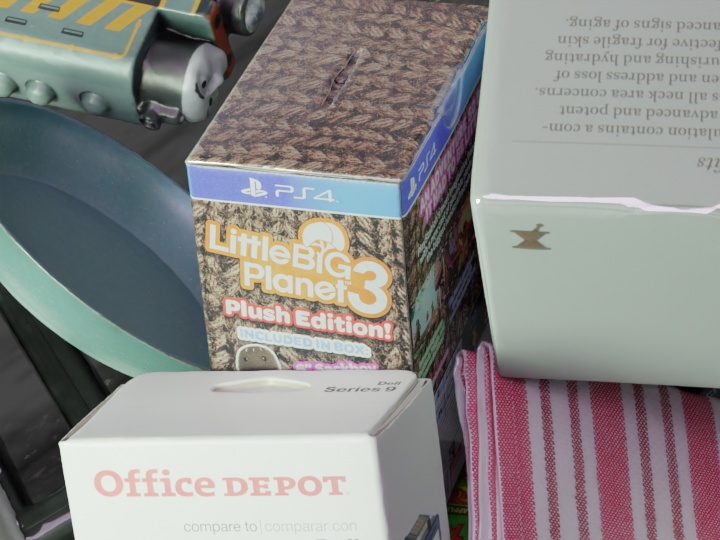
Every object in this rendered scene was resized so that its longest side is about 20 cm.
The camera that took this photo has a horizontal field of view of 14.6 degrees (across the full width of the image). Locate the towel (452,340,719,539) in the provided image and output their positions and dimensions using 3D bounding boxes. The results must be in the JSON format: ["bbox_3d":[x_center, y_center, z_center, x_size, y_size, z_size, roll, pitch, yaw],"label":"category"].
[{"bbox_3d":[0.130,0.119,1.274,0.200,0.030,0.146,15,59,-28],"label":"towel"}]

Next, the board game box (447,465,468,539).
[{"bbox_3d":[-0.002,0.132,1.350,0.200,0.048,0.102,4,71,14],"label":"board game box"}]

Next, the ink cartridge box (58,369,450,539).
[{"bbox_3d":[-0.036,0.149,1.212,0.145,0.088,0.200,-1,105,18],"label":"ink cartridge box"}]

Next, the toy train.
[{"bbox_3d":[-0.152,-0.133,1.458,0.200,0.085,0.114,13,64,15],"label":"toy train"}]

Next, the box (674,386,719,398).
[{"bbox_3d":[0.187,-0.031,1.377,0.200,0.038,0.137,-37,66,-3],"label":"box"}]

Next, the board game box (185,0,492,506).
[{"bbox_3d":[0.000,0.000,1.281,0.097,0.200,0.159,6,33,16],"label":"board game box"}]

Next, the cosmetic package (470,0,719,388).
[{"bbox_3d":[0.141,-0.072,1.207,0.167,0.166,0.200,3,63,8],"label":"cosmetic package"}]

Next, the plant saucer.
[{"bbox_3d":[-0.121,-0.005,1.364,0.036,0.200,0.200,-50,65,19],"label":"plant saucer"}]

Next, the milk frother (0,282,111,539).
[{"bbox_3d":[-0.223,0.078,1.328,0.180,0.200,0.188,-37,66,13],"label":"milk frother"}]
